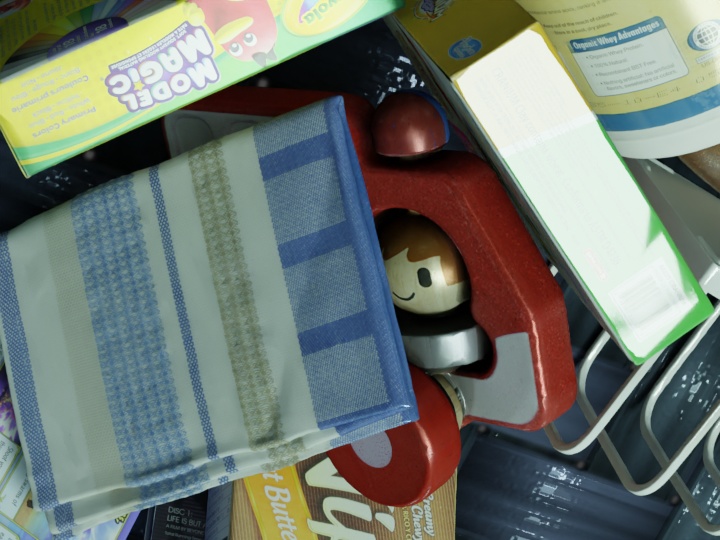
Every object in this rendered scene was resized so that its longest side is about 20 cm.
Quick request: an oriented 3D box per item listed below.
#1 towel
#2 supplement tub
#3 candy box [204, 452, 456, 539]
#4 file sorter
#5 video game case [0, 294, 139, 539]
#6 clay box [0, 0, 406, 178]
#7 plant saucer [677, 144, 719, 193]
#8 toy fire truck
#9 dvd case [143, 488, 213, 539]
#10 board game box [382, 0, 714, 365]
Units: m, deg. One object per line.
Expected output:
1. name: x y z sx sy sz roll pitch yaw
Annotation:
1. towel: -0.074 0.024 0.817 0.200 0.024 0.147 -21 77 27
2. supplement tub: 0.117 -0.164 0.814 0.145 0.145 0.200 -33 117 3
3. candy box: -0.017 0.163 0.911 0.115 0.200 0.055 11 155 -17
4. file sorter: 0.189 0.057 0.934 0.200 0.139 0.125 29 108 -22
5. video game case: -0.197 0.103 0.850 0.181 0.045 0.200 42 56 -24
6. clay box: -0.090 -0.106 0.810 0.200 0.115 0.048 -25 116 0
7. plant saucer: 0.237 -0.031 0.878 0.200 0.200 0.037 31 89 -23
8. toy fire truck: 0.000 0.000 0.841 0.112 0.200 0.168 -33 120 -41
9. dvd case: -0.042 0.191 0.932 0.149 0.200 0.016 14 154 -18
10. board game box: 0.067 -0.065 0.816 0.040 0.200 0.153 -34 117 3
